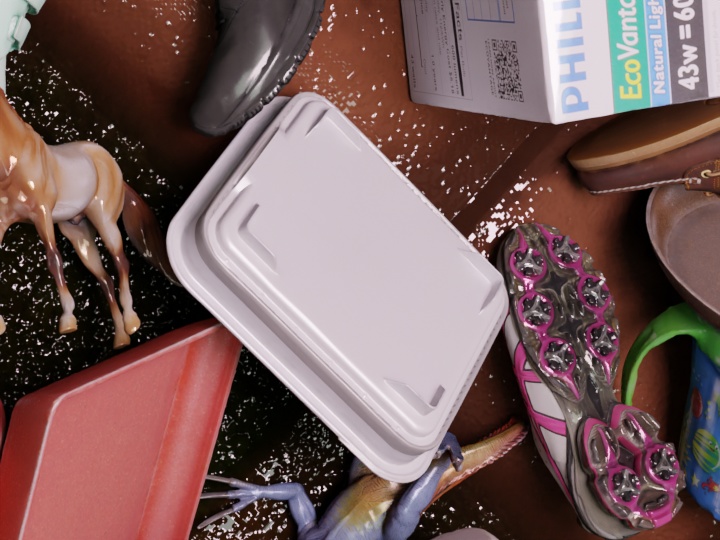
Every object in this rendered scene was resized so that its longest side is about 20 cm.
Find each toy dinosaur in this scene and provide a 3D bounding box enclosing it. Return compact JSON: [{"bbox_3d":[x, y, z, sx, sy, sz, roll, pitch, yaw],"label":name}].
[{"bbox_3d":[0.003,0.166,1.077,0.199,0.105,0.182,16,113,-34],"label":"toy dinosaur"}]

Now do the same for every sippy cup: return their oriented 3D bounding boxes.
[{"bbox_3d":[0.261,0.089,1.134,0.139,0.177,0.131,-25,137,-47],"label":"sippy cup"}]

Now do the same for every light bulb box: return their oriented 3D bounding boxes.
[{"bbox_3d":[0.107,-0.191,0.997,0.124,0.200,0.200,-11,102,-19],"label":"light bulb box"}]

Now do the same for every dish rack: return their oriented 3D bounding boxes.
[{"bbox_3d":[0.000,0.000,1.010,0.200,0.043,0.172,44,46,-12],"label":"dish rack"}]

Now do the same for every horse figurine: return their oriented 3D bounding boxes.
[{"bbox_3d":[-0.157,-0.028,0.960,0.050,0.200,0.134,-17,79,22],"label":"horse figurine"}]

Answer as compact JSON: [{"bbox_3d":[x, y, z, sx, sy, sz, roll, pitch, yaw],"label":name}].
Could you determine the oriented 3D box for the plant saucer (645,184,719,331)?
[{"bbox_3d":[0.269,-0.002,1.109,0.199,0.201,0.032,-3,131,-21],"label":"plant saucer"}]

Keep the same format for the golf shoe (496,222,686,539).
[{"bbox_3d":[0.124,0.071,1.110,0.072,0.092,0.201,-15,80,-27],"label":"golf shoe"}]

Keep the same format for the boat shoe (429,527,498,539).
[{"bbox_3d":[0.032,0.243,1.088,0.200,0.075,0.093,-41,118,17],"label":"boat shoe"}]

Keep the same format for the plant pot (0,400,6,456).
[{"bbox_3d":[-0.282,0.148,0.914,0.199,0.200,0.179,-1,110,-21],"label":"plant pot"}]

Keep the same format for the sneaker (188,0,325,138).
[{"bbox_3d":[-0.055,-0.170,1.015,0.090,0.076,0.201,28,81,-13],"label":"sneaker"}]

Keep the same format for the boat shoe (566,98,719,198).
[{"bbox_3d":[0.225,-0.077,1.085,0.199,0.071,0.071,-17,114,28],"label":"boat shoe"}]

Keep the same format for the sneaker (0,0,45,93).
[{"bbox_3d":[-0.166,-0.153,0.962,0.117,0.074,0.202,0,96,-16],"label":"sneaker"}]

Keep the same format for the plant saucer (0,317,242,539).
[{"bbox_3d":[-0.143,0.125,0.962,0.036,0.199,0.201,24,110,18],"label":"plant saucer"}]
